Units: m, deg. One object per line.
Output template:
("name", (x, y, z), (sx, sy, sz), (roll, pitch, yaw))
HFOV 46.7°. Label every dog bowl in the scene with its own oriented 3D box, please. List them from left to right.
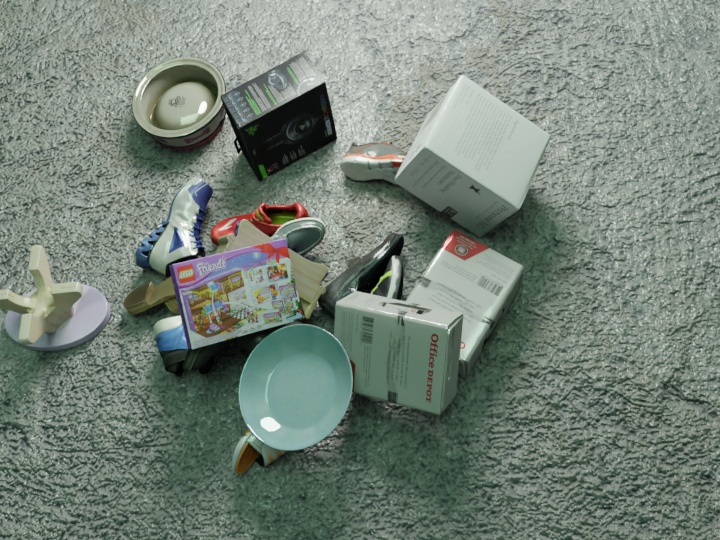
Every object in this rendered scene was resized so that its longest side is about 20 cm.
("dog bowl", (-0.363, -0.336, 1.713), (0.195, 0.074, 0.204), (-3, 64, 6))

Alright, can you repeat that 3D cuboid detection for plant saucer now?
("plant saucer", (-0.100, 0.189, 1.342), (0.197, 0.039, 0.205), (-7, 69, 17))

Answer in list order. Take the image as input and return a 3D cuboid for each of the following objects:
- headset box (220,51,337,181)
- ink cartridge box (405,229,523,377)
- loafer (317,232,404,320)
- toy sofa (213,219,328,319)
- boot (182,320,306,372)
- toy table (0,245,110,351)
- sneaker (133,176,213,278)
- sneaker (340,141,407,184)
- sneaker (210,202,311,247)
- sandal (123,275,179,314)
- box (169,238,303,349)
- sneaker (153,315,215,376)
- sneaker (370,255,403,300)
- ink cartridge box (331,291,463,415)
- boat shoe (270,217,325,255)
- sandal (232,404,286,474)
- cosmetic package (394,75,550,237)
("headset box", (-0.159, -0.291, 1.608), (0.197, 0.175, 0.094), (-29, 63, -9))
("ink cartridge box", (0.170, 0.057, 1.434), (0.145, 0.083, 0.201), (29, 71, 19))
("loafer", (0.000, 0.000, 1.502), (0.072, 0.073, 0.200), (35, 71, 26))
("toy sofa", (-0.159, -0.002, 1.455), (0.198, 0.083, 0.099), (29, 78, -18))
("boot", (-0.180, 0.135, 1.421), (0.198, 0.072, 0.184), (35, 70, -13))
("toy table", (-0.571, 0.062, 1.516), (0.196, 0.118, 0.187), (-16, 62, 0))
("sneaker", (-0.324, -0.064, 1.576), (0.114, 0.081, 0.201), (30, 77, 16))
("sneaker", (0.061, -0.218, 1.603), (0.195, 0.078, 0.083), (9, 57, 10))
("sneaker", (-0.190, -0.093, 1.562), (0.195, 0.085, 0.078), (-11, 61, 1))
("sandal", (-0.331, 0.048, 1.527), (0.208, 0.070, 0.078), (-18, 37, 21))
("box", (-0.201, 0.037, 1.367), (0.196, 0.039, 0.140), (-14, 92, -23))
("sneaker", (-0.259, 0.122, 1.471), (0.196, 0.077, 0.113), (-16, 69, -10))
("sneaker", (0.022, 0.064, 1.452), (0.081, 0.072, 0.204), (13, 74, 9))
("ink cartridge box", (0.059, 0.129, 1.343), (0.196, 0.083, 0.150), (11, 107, 24))
("boat shoe", (-0.151, -0.031, 1.525), (0.197, 0.074, 0.062), (-23, 31, 3))
("sandal", (-0.130, 0.261, 1.381), (0.059, 0.080, 0.207), (34, 70, 24))
("cosmetic package", (0.198, -0.198, 1.485), (0.198, 0.165, 0.167), (32, 69, -7))
